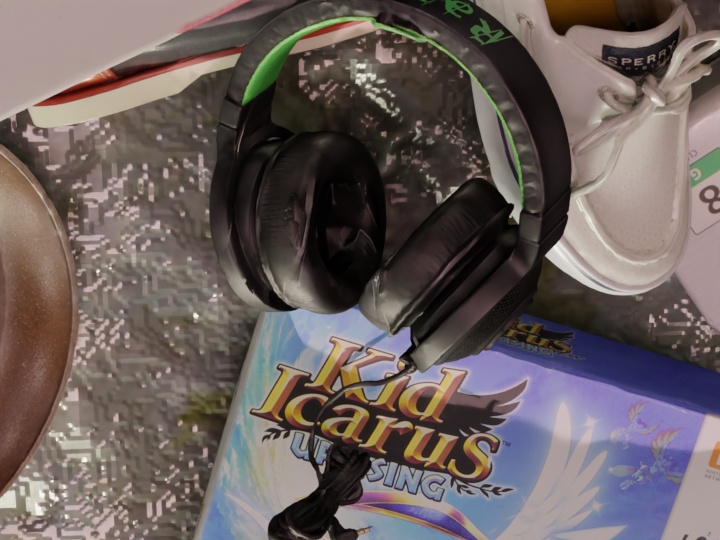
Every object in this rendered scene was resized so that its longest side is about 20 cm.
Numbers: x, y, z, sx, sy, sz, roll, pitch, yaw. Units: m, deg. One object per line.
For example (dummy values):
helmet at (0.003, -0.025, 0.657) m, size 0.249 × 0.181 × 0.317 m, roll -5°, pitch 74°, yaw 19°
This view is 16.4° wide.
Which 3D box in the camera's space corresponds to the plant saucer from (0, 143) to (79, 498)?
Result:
plant saucer at (-0.199, 0.028, 0.915) m, size 0.200 × 0.032 × 0.201 m, roll -16°, pitch 121°, yaw -28°

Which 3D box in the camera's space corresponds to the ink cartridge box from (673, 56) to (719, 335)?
ink cartridge box at (0.209, -0.012, 0.959) m, size 0.161 × 0.050 × 0.200 m, roll -33°, pitch 110°, yaw 10°

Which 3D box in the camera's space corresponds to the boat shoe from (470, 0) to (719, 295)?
boat shoe at (0.086, -0.076, 0.846) m, size 0.074 × 0.086 × 0.203 m, roll -26°, pitch 115°, yaw -22°

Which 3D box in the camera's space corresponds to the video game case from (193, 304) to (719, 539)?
video game case at (0.039, 0.105, 0.974) m, size 0.199 × 0.045 × 0.182 m, roll 16°, pitch 110°, yaw -2°

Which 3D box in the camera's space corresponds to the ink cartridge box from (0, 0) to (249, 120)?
ink cartridge box at (-0.077, -0.142, 0.797) m, size 0.145 × 0.200 × 0.085 m, roll -25°, pitch 117°, yaw 7°

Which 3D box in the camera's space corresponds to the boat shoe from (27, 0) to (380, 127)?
boat shoe at (-0.038, -0.111, 0.887) m, size 0.199 × 0.071 × 0.063 m, roll -17°, pitch 111°, yaw 8°

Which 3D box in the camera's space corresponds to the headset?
headset at (0.000, 0.000, 0.852) m, size 0.123 × 0.094 × 0.201 m, roll 21°, pitch 125°, yaw 20°
